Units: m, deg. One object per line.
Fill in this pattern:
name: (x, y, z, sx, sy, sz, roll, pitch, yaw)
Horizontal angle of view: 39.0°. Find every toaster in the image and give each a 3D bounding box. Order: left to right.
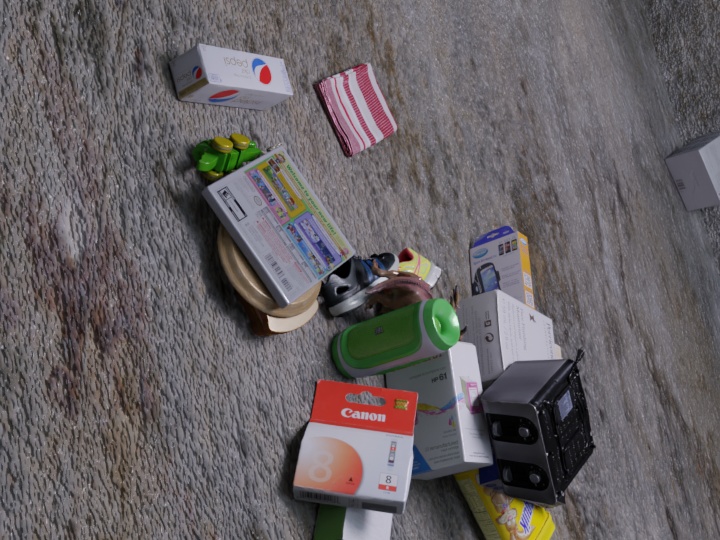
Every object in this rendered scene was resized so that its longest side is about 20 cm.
toaster: (0.293, 0.248, 1.647, 0.200, 0.118, 0.182, -35, 116, -48)

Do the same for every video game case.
video game case: (-0.115, -0.067, 1.480, 0.201, 0.022, 0.182, 55, 42, -3)

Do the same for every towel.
towel: (-0.002, -0.299, 1.867, 0.200, 0.023, 0.145, -37, 104, -55)

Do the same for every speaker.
speaker: (0.052, 0.107, 1.571, 0.088, 0.199, 0.089, 29, 50, -43)

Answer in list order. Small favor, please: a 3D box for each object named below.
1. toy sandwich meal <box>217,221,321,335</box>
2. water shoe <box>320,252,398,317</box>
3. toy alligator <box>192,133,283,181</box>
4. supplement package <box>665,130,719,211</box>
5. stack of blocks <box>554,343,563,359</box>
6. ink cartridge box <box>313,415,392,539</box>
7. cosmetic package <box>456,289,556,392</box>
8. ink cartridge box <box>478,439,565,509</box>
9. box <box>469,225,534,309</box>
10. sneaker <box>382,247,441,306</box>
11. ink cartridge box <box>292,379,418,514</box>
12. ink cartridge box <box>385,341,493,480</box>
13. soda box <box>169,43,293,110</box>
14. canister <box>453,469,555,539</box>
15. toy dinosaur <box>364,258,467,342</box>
toy sandwich meal: (-0.137, -0.005, 1.491, 0.204, 0.070, 0.207, 23, 52, -33)
water shoe: (0.000, 0.000, 1.669, 0.079, 0.071, 0.200, 59, 35, -10)
toy alligator: (-0.192, -0.178, 1.516, 0.054, 0.060, 0.200, 33, 28, 20)
supplement package: (1.129, -0.328, 3.289, 0.199, 0.147, 0.192, -31, 100, -31)
stack of blocks: (0.341, 0.187, 2.007, 0.199, 0.115, 0.059, 28, 51, -45)
ink cartridge box: (-0.002, 0.330, 1.504, 0.104, 0.059, 0.201, 42, 42, -34)
cosmetic package: (0.237, 0.156, 1.832, 0.199, 0.164, 0.166, 25, 55, -46)
ink cartridge box: (0.278, 0.342, 1.754, 0.199, 0.044, 0.095, 27, 50, -39)
box: (0.277, 0.014, 2.005, 0.041, 0.118, 0.202, 29, 51, -44)
sneaker: (0.067, 0.032, 1.755, 0.090, 0.078, 0.200, 45, 37, -9)
ink cartridge box: (-0.001, 0.243, 1.468, 0.050, 0.161, 0.201, 91, 8, -55)
ink cartridge box: (0.124, 0.227, 1.657, 0.084, 0.144, 0.202, 16, 60, -46)
soda box: (-0.194, -0.292, 1.554, 0.199, 0.068, 0.064, -4, 76, -55)
canister: (0.252, 0.405, 1.797, 0.148, 0.086, 0.201, -38, 102, -54)
toy dinosaur: (0.090, 0.042, 1.615, 0.200, 0.135, 0.087, 33, 72, -55)
